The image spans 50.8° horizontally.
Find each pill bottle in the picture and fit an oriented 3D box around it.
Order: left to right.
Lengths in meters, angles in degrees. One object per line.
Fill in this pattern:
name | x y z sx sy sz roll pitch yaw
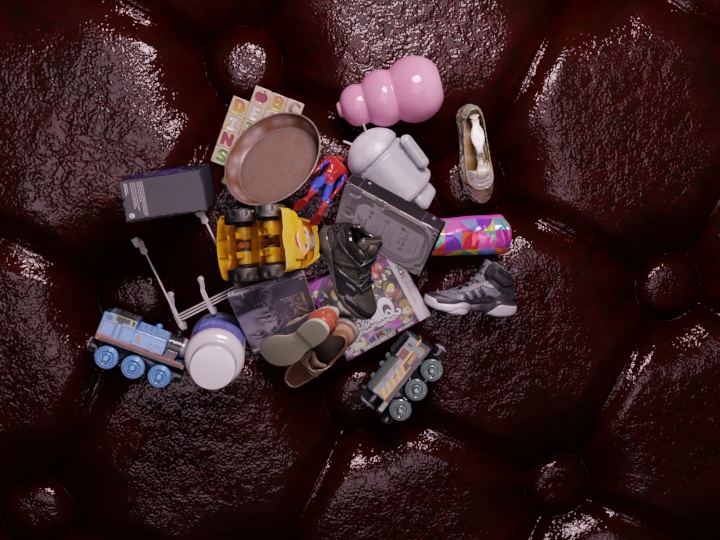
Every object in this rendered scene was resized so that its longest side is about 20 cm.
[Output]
pill bottle | -0.275 0.155 1.443 0.112 0.200 0.112 -1 100 -6

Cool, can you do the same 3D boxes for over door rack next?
over door rack | -0.327 -0.005 1.478 0.148 0.067 0.200 -27 96 -3

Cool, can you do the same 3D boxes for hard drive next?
hard drive | 0.051 -0.085 1.447 0.200 0.038 0.140 31 141 9

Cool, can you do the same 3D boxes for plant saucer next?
plant saucer | -0.159 -0.203 1.414 0.200 0.200 0.034 -40 146 2

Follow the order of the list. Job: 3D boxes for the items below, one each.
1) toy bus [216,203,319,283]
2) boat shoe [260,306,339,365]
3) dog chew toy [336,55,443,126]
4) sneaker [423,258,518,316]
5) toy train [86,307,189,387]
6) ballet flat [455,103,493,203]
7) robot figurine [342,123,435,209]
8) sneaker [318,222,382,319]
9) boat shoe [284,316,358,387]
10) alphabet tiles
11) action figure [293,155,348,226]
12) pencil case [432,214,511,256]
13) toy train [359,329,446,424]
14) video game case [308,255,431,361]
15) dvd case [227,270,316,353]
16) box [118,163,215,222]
toy bus | -0.144 -0.048 1.423 0.192 0.200 0.136 -1 87 -44
boat shoe | -0.118 0.126 1.475 0.200 0.063 0.071 -32 104 39
dog chew toy | 0.053 -0.329 1.434 0.199 0.125 0.125 -14 102 5
sneaker | 0.228 0.030 1.545 0.199 0.075 0.114 5 100 -14
toy train | -0.428 0.151 1.485 0.200 0.087 0.115 21 92 -8
ballet flat | 0.228 -0.226 1.492 0.068 0.075 0.201 -11 102 -5
robot figurine | 0.055 -0.193 1.457 0.200 0.113 0.170 44 128 -13
sneaker | 0.000 0.000 1.454 0.076 0.114 0.200 -26 100 -44
boat shoe | -0.088 0.170 1.514 0.076 0.072 0.200 42 114 -4
alphabet tiles | -0.190 -0.247 1.475 0.166 0.006 0.200 20 98 -9
action figure | -0.069 -0.161 1.422 0.065 0.200 0.052 41 131 -13
pencil case | 0.199 -0.071 1.516 0.199 0.088 0.089 -2 101 -8
toy train | 0.087 0.219 1.564 0.114 0.085 0.200 38 97 0
video game case | 0.016 0.060 1.543 0.200 0.036 0.182 -28 101 0
dvd case | -0.162 0.086 1.476 0.148 0.016 0.200 -17 142 -3
box | -0.345 -0.144 1.378 0.141 0.200 0.079 -6 101 -6
